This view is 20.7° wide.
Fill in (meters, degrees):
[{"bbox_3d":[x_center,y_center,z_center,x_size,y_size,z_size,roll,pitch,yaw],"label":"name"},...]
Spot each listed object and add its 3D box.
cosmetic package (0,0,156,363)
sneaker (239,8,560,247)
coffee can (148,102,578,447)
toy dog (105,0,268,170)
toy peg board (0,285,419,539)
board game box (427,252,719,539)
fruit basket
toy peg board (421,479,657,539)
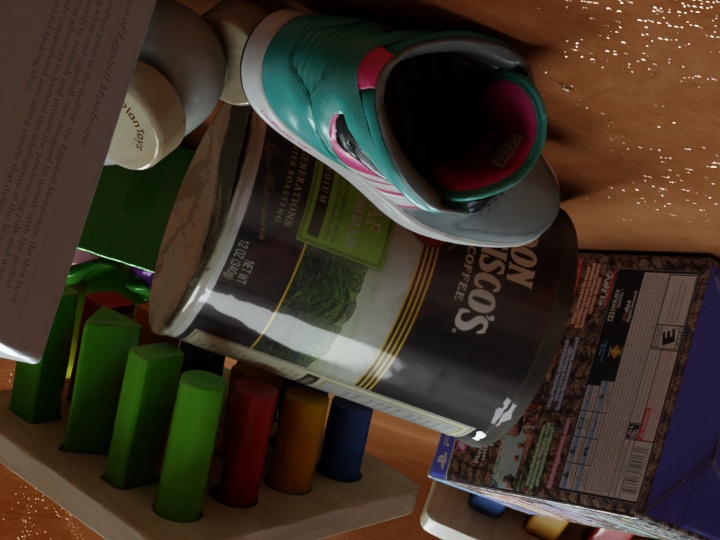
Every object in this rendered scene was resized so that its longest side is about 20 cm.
[{"bbox_3d":[-0.206,-0.089,0.809,0.123,0.200,0.200,8,166,39],"label":"cosmetic package"},{"bbox_3d":[0.051,-0.058,0.912,0.200,0.084,0.121,26,176,-38],"label":"sneaker"},{"bbox_3d":[0.000,0.000,1.104,0.200,0.147,0.146,20,170,-17],"label":"coffee can"},{"bbox_3d":[-0.134,-0.094,0.951,0.200,0.096,0.132,-22,-168,28],"label":"toy dog"},{"bbox_3d":[-0.093,0.073,1.138,0.200,0.098,0.199,28,-156,38],"label":"toy peg board"},{"bbox_3d":[0.159,0.079,1.233,0.097,0.160,0.200,24,169,-34],"label":"board game box"},{"bbox_3d":[-0.163,0.016,1.313,0.215,0.216,0.156,17,170,-2],"label":"fruit basket"},{"bbox_3d":[0.174,0.121,1.398,0.199,0.200,0.098,24,141,-2],"label":"toy peg board"}]
